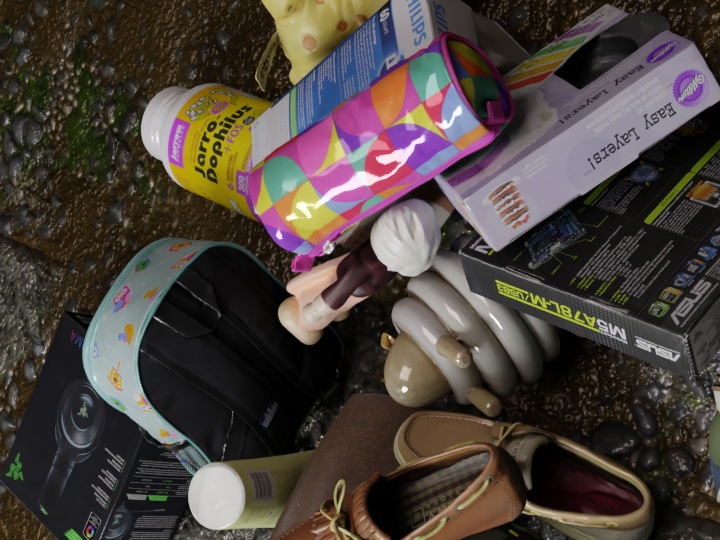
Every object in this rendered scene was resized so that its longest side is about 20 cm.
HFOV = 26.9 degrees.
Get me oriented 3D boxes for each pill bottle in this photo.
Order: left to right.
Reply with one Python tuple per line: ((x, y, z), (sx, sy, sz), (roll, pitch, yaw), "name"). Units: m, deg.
((-0.113, -0.110, 1.373), (0.200, 0.104, 0.105), (24, 98, 41), "pill bottle")

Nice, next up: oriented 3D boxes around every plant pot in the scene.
((0.014, 0.204, 1.169), (0.186, 0.187, 0.201), (0, 70, 41), "plant pot")

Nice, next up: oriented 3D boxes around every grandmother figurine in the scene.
((0.000, 0.000, 1.159), (0.061, 0.121, 0.200), (44, 147, -4), "grandmother figurine")

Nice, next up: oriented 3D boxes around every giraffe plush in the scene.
((0.006, -0.243, 1.278), (0.161, 0.173, 0.201), (0, 70, 20), "giraffe plush")

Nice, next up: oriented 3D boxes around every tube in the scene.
((-0.068, 0.180, 1.220), (0.058, 0.200, 0.052), (-41, 69, 17), "tube")

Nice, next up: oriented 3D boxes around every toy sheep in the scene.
((0.099, 0.032, 1.142), (0.200, 0.138, 0.138), (-36, 53, -10), "toy sheep")

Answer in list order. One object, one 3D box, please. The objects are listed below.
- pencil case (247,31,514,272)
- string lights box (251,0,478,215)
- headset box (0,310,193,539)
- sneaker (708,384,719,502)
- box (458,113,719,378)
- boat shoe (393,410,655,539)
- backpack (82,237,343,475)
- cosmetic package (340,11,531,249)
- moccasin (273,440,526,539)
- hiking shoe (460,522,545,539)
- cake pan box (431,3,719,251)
((0.013, -0.083, 1.059), (0.200, 0.088, 0.089), (-35, 61, 30), "pencil case")
((0.001, -0.123, 1.153), (0.200, 0.059, 0.103), (-37, 40, 31), "string lights box")
((-0.241, 0.168, 1.441), (0.174, 0.093, 0.201), (33, 104, 40), "headset box")
((0.316, 0.136, 0.983), (0.200, 0.067, 0.090), (13, 98, 42), "sneaker")
((0.202, -0.033, 1.046), (0.193, 0.048, 0.200), (20, 54, 42), "box")
((0.120, 0.141, 1.092), (0.199, 0.066, 0.074), (17, 62, 11), "boat shoe")
((-0.134, 0.069, 1.270), (0.153, 0.200, 0.176), (16, 66, 43), "backpack")
((0.049, -0.114, 1.234), (0.200, 0.103, 0.087), (-56, 51, 21), "cosmetic package")
((0.015, 0.173, 1.039), (0.201, 0.078, 0.074), (-22, 50, 19), "moccasin")
((0.130, 0.223, 1.049), (0.199, 0.101, 0.076), (23, 79, 5), "hiking shoe")
((0.143, -0.109, 1.082), (0.200, 0.052, 0.184), (-34, 22, 3), "cake pan box")
